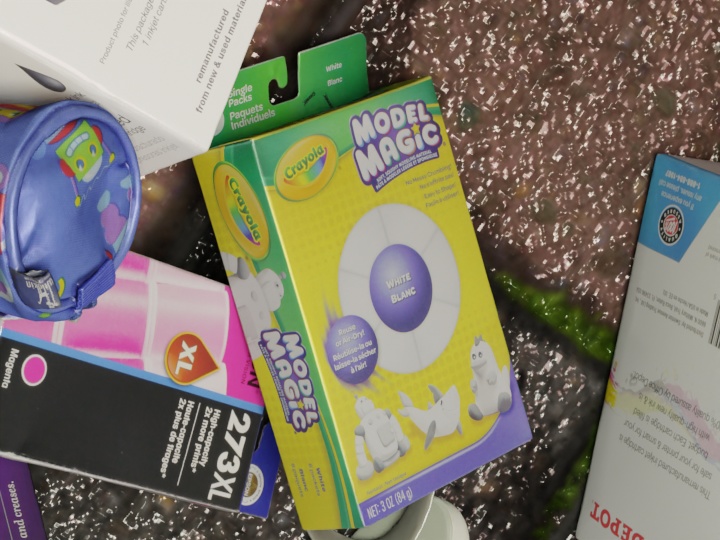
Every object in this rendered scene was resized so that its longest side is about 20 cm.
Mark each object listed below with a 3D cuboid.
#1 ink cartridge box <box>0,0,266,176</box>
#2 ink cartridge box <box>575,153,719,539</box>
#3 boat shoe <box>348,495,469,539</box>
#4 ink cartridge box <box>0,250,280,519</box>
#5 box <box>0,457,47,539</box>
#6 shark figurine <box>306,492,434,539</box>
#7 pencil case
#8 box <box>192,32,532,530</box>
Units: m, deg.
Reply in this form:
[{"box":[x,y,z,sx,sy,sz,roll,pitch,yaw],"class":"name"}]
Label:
[{"box":[-0.159,-0.114,0.865,0.200,0.145,0.085,30,68,-25],"class":"ink cartridge box"},{"box":[0.213,0.063,1.061,0.146,0.147,0.201,7,101,-23],"class":"ink cartridge box"},{"box":[0.007,0.203,1.068,0.071,0.070,0.201,24,91,-46],"class":"boat shoe"},{"box":[-0.088,0.046,0.955,0.200,0.037,0.095,21,80,-48],"class":"ink cartridge box"},{"box":[-0.210,0.106,0.948,0.141,0.079,0.200,-16,109,-14],"class":"box"},{"box":[-0.030,0.157,0.961,0.214,0.090,0.128,-11,64,-42],"class":"shark figurine"},{"box":[-0.174,-0.025,0.863,0.078,0.200,0.087,-34,121,-48],"class":"pencil case"},{"box":[0.000,0.000,0.982,0.117,0.048,0.200,-23,98,-41],"class":"box"}]
